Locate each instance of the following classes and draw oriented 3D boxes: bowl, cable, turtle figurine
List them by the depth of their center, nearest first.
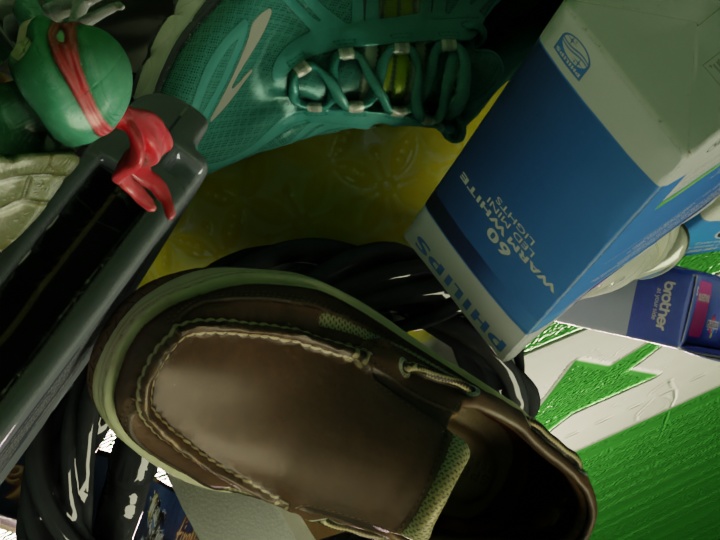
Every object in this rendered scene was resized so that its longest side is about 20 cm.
[{"bbox_3d":[-0.133,-0.041,0.769,0.199,0.101,0.150,-25,158,14],"label":"turtle figurine"},{"bbox_3d":[-0.026,0.060,1.002,0.200,0.163,0.051,-41,-151,6],"label":"cable"},{"bbox_3d":[0.000,0.000,1.076,0.199,0.108,0.200,-24,178,-1],"label":"bowl"}]

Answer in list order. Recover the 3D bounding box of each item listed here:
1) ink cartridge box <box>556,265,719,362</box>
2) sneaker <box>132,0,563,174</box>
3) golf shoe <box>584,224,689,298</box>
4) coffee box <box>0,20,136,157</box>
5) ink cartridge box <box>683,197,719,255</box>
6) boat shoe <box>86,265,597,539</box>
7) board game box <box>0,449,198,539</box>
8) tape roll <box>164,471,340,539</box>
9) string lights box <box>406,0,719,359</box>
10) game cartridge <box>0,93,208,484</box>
[{"bbox_3d":[0.100,0.008,1.287,0.119,0.199,0.042,10,95,-70],"label":"ink cartridge box"},{"bbox_3d":[0.007,-0.078,0.940,0.199,0.080,0.078,-26,141,-34],"label":"sneaker"},{"bbox_3d":[0.037,-0.007,1.191,0.199,0.079,0.097,-17,-174,25],"label":"golf shoe"},{"bbox_3d":[-0.162,-0.003,0.938,0.199,0.044,0.123,-34,166,12],"label":"coffee box"},{"bbox_3d":[0.217,-0.085,1.192,0.145,0.085,0.200,-8,163,-33],"label":"ink cartridge box"},{"bbox_3d":[0.005,0.052,0.903,0.202,0.075,0.075,17,100,-45],"label":"boat shoe"},{"bbox_3d":[-0.143,0.083,1.119,0.200,0.135,0.035,56,50,-77],"label":"board game box"},{"bbox_3d":[-0.042,0.092,1.200,0.037,0.204,0.203,-29,166,5],"label":"tape roll"},{"bbox_3d":[0.090,-0.049,0.882,0.103,0.059,0.200,-36,173,-22],"label":"string lights box"},{"bbox_3d":[-0.119,0.046,0.849,0.200,0.041,0.133,-56,177,-42],"label":"game cartridge"}]
